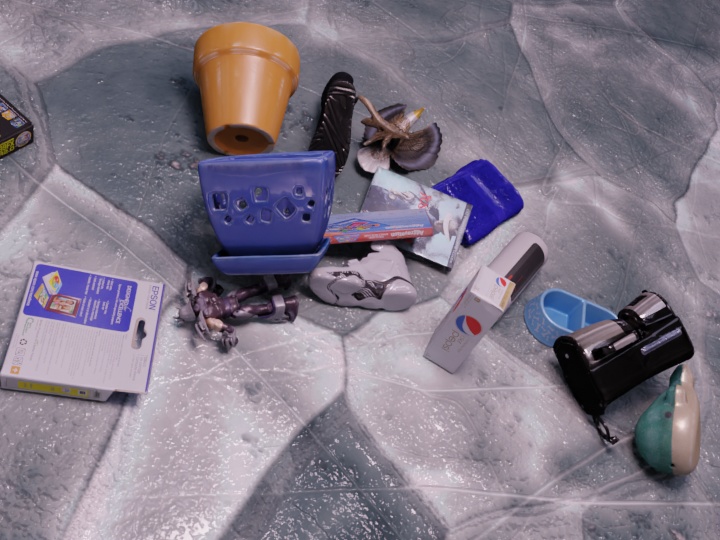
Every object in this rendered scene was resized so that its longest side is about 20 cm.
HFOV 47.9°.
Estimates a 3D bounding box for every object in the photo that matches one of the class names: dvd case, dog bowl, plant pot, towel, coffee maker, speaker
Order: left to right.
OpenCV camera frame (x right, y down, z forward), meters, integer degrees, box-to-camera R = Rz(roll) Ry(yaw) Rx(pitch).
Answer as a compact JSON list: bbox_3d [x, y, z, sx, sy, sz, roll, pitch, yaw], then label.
[{"bbox_3d":[-0.214,-0.317,1.491,0.198,0.200,0.185,8,68,-17],"label":"plant pot"},{"bbox_3d":[-0.140,-0.093,1.294,0.197,0.182,0.200,-1,11,4],"label":"plant pot"},{"bbox_3d":[0.099,-0.098,1.523,0.198,0.022,0.147,23,66,-3],"label":"dvd case"},{"bbox_3d":[0.228,-0.144,1.622,0.148,0.050,0.199,45,51,15],"label":"towel"},{"bbox_3d":[0.271,0.011,1.504,0.081,0.081,0.200,40,50,10],"label":"speaker"},{"bbox_3d":[0.404,0.101,1.511,0.198,0.050,0.112,23,50,-5],"label":"dog bowl"},{"bbox_3d":[0.464,0.161,1.416,0.198,0.135,0.194,-24,107,-12],"label":"coffee maker"}]

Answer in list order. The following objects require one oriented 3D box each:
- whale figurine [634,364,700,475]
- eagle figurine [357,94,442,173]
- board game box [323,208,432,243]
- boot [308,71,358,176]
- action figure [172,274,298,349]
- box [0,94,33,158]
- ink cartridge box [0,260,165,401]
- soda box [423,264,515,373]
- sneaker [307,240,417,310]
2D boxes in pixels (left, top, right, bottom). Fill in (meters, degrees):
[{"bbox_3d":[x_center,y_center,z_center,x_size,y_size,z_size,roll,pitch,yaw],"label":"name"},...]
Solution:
[{"bbox_3d":[0.534,0.255,1.406,0.103,0.160,0.201,0,42,26],"label":"whale figurine"},{"bbox_3d":[0.076,-0.273,1.623,0.149,0.200,0.154,-8,92,15],"label":"eagle figurine"},{"bbox_3d":[0.024,-0.079,1.438,0.197,0.020,0.103,-4,23,-1],"label":"board game box"},{"bbox_3d":[-0.051,-0.281,1.579,0.076,0.202,0.168,13,16,-4],"label":"boot"},{"bbox_3d":[-0.199,0.058,1.286,0.198,0.069,0.131,-10,66,-24],"label":"action figure"},{"bbox_3d":[-0.668,-0.253,1.337,0.200,0.044,0.160,41,50,10],"label":"box"},{"bbox_3d":[-0.401,0.091,1.191,0.198,0.047,0.199,12,50,-16],"label":"ink cartridge box"},{"bbox_3d":[0.175,0.083,1.329,0.063,0.201,0.068,30,49,2],"label":"soda box"},{"bbox_3d":[0.000,0.000,1.406,0.198,0.075,0.116,10,50,-21],"label":"sneaker"}]
